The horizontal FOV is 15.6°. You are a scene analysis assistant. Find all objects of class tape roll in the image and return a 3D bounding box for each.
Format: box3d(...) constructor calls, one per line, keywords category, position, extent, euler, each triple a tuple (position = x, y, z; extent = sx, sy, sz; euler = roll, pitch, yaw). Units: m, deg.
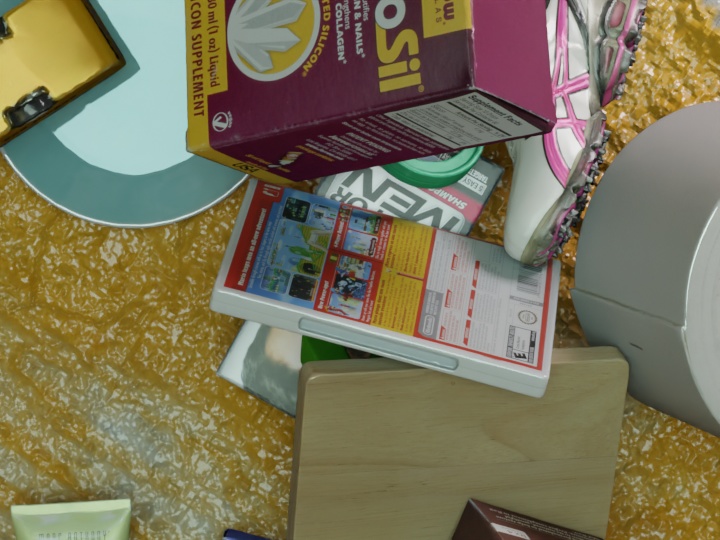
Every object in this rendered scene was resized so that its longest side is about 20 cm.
box3d(category="tape roll", position=(0.247, 0.005, 1.581), extent=(0.201, 0.139, 0.204), euler=(-5, 101, -24))

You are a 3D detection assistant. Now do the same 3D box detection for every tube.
box3d(category="tube", position=(-0.177, 0.245, 1.654), extent=(0.058, 0.052, 0.202), euler=(-3, 91, -40))

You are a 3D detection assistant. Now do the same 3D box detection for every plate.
box3d(category="plate", position=(-0.143, -0.127, 1.670), extent=(0.198, 0.026, 0.202), euler=(0, 92, 1))

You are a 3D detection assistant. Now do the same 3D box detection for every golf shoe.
box3d(category="golf shoe", position=(0.112, -0.095, 1.628), extent=(0.091, 0.073, 0.201), euler=(16, 64, 4))

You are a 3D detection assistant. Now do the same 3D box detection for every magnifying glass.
box3d(category="magnifying glass", position=(0.018, -0.141, 1.633), extent=(0.079, 0.022, 0.201), euler=(-12, 70, -24))

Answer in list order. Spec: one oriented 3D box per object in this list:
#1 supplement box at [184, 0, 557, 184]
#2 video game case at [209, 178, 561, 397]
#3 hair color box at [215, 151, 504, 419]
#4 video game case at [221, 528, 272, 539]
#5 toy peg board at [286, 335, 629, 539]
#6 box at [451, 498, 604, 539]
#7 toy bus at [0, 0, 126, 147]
box3d(category="supplement box", position=(0.003, -0.136, 1.539), extent=(0.199, 0.103, 0.132), euler=(-11, 74, 30))
box3d(category="video game case", position=(0.018, 0.008, 1.560), extent=(0.199, 0.143, 0.018), euler=(15, 120, -1))
box3d(category="hair color box", position=(0.000, 0.000, 1.656), extent=(0.099, 0.061, 0.201), euler=(29, 93, -1))
box3d(category="video game case", position=(-0.016, 0.279, 1.676), extent=(0.199, 0.045, 0.183), euler=(16, 94, -1))
box3d(category="toy peg board", position=(0.046, 0.124, 1.614), extent=(0.198, 0.098, 0.200), euler=(-2, 117, -14))
box3d(category="box", position=(0.077, 0.248, 1.576), extent=(0.100, 0.075, 0.201), euler=(19, 104, -23))
box3d(category="toy bus", position=(-0.245, -0.100, 1.619), extent=(0.199, 0.078, 0.065), euler=(-33, 93, 1))
